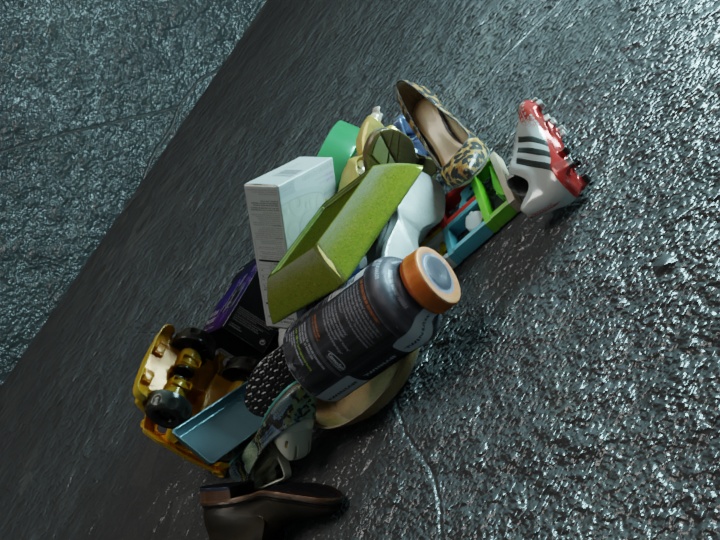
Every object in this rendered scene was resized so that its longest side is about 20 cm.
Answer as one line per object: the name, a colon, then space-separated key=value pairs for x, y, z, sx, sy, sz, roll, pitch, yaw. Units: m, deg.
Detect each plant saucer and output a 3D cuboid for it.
plant saucer: x=-0.145 y=0.180 z=1.128 sx=0.200 sy=0.070 sz=0.019 roll=-32 pitch=-34 yaw=-46
plant saucer: x=0.011 y=0.110 z=1.079 sx=0.200 sy=0.035 sz=0.201 roll=-40 pitch=28 yaw=26
plant saucer: x=-0.033 y=-0.043 z=1.079 sx=0.200 sy=0.048 sz=0.200 roll=-55 pitch=14 yaw=-31

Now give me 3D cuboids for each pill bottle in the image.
pill bottle: x=0.015 y=0.055 z=0.975 sx=0.200 sy=0.106 sz=0.106 roll=-37 pitch=28 yaw=31

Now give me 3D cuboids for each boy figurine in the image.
boy figurine: x=0.042 y=-0.171 z=1.258 sx=0.200 sy=0.125 sz=0.064 roll=-35 pitch=9 yaw=-30

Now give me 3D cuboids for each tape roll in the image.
tape roll: x=-0.047 y=-0.131 z=1.380 sx=0.200 sy=0.048 sz=0.201 roll=23 pitch=-90 yaw=-87

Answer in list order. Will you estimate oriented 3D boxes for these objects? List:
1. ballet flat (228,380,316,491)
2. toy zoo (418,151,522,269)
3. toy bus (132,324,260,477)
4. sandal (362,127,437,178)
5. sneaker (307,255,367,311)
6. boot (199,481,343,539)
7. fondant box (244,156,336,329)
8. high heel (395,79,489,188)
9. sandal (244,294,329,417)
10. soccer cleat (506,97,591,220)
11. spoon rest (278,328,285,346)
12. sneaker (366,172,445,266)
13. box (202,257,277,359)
ballet flat: x=-0.093 y=0.210 z=1.064 sx=0.200 sy=0.074 sz=0.074 roll=-56 pitch=17 yaw=40
toy zoo: x=0.115 y=-0.051 z=1.132 sx=0.200 sy=0.020 sz=0.131 roll=-42 pitch=26 yaw=21
toy bus: x=-0.233 y=0.192 z=1.217 sx=0.192 sy=0.200 sz=0.136 roll=-39 pitch=25 yaw=43
sandal: x=0.045 y=-0.139 z=1.185 sx=0.054 sy=0.200 sz=0.081 roll=22 pitch=94 yaw=26
sneaker: x=0.000 y=0.000 z=1.189 sx=0.074 sy=0.082 sz=0.200 roll=-3 pitch=52 yaw=55
boot: x=-0.100 y=0.294 z=1.016 sx=0.199 sy=0.075 sz=0.097 roll=-8 pitch=82 yaw=36
fondant box: x=-0.082 y=-0.040 z=1.204 sx=0.058 sy=0.201 sz=0.144 roll=5 pitch=24 yaw=27
high heel: x=0.095 y=-0.181 z=1.150 sx=0.071 sy=0.143 sz=0.200 roll=-44 pitch=13 yaw=15
sandal: x=-0.064 y=0.105 z=1.109 sx=0.201 sy=0.075 sz=0.048 roll=-50 pitch=-15 yaw=-4
soccer cleat: x=0.203 y=-0.133 z=1.035 sx=0.085 sy=0.069 sz=0.200 roll=-37 pitch=33 yaw=21
spoon rest: x=-0.078 y=0.097 z=1.247 sx=0.099 sy=0.061 sz=0.200 roll=-48 pitch=11 yaw=8
sneaker: x=0.045 y=-0.044 z=1.130 sx=0.088 sy=0.075 sz=0.200 roll=-41 pitch=19 yaw=48
box: x=-0.170 y=0.057 z=1.378 sx=0.141 sy=0.079 sz=0.200 roll=-59 pitch=13 yaw=-19
